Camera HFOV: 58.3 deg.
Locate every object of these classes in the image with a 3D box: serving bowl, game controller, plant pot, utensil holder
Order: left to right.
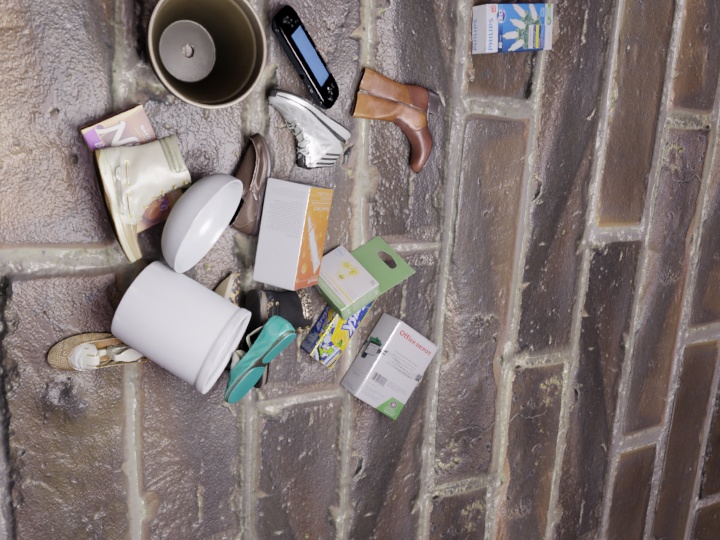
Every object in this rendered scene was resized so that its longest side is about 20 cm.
[{"bbox_3d":[-0.326,0.100,1.184,0.198,0.170,0.172,31,87,1],"label":"utensil holder"},{"bbox_3d":[-0.298,-0.097,1.171,0.065,0.200,0.202,33,84,3],"label":"serving bowl"},{"bbox_3d":[-0.284,-0.385,1.121,0.196,0.173,0.205,-8,106,-28],"label":"plant pot"},{"bbox_3d":[-0.104,-0.417,1.266,0.202,0.041,0.105,57,38,-26],"label":"game controller"}]

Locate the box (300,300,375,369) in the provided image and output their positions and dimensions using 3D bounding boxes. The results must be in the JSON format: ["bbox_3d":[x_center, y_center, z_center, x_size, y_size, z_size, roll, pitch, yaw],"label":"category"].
[{"bbox_3d":[-0.046,0.111,1.441,0.070,0.064,0.202,37,84,-31],"label":"box"}]

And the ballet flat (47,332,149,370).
[{"bbox_3d":[-0.479,0.152,1.210,0.196,0.065,0.072,-10,108,-26],"label":"ballet flat"}]

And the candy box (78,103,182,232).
[{"bbox_3d":[-0.408,-0.184,1.171,0.115,0.056,0.203,-28,116,-20],"label":"candy box"}]

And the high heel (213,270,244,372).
[{"bbox_3d":[-0.255,0.111,1.333,0.141,0.071,0.204,24,87,-43],"label":"high heel"}]

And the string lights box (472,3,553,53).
[{"bbox_3d":[0.353,-0.562,1.498,0.196,0.059,0.105,-12,109,-26],"label":"string lights box"}]

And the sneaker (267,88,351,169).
[{"bbox_3d":[-0.116,-0.273,1.300,0.198,0.075,0.117,27,87,-34],"label":"sneaker"}]

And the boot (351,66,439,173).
[{"bbox_3d":[0.073,-0.321,1.398,0.196,0.068,0.193,7,99,-29],"label":"boot"}]

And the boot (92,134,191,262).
[{"bbox_3d":[-0.370,-0.127,1.136,0.152,0.072,0.204,-19,111,-27],"label":"boot"}]

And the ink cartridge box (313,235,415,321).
[{"bbox_3d":[0.000,0.000,1.393,0.198,0.146,0.048,-34,145,-16],"label":"ink cartridge box"}]

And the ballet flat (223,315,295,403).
[{"bbox_3d":[-0.206,0.165,1.249,0.200,0.071,0.067,-48,156,10],"label":"ballet flat"}]

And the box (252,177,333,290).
[{"bbox_3d":[-0.134,-0.075,1.296,0.124,0.096,0.205,-15,117,-70],"label":"box"}]

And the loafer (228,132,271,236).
[{"bbox_3d":[-0.222,-0.168,1.267,0.070,0.073,0.205,1,102,-30],"label":"loafer"}]

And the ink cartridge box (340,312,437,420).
[{"bbox_3d":[0.069,0.224,1.522,0.145,0.084,0.202,36,84,-31],"label":"ink cartridge box"}]

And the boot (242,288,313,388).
[{"bbox_3d":[-0.171,0.134,1.348,0.149,0.072,0.205,-7,98,-49],"label":"boot"}]
